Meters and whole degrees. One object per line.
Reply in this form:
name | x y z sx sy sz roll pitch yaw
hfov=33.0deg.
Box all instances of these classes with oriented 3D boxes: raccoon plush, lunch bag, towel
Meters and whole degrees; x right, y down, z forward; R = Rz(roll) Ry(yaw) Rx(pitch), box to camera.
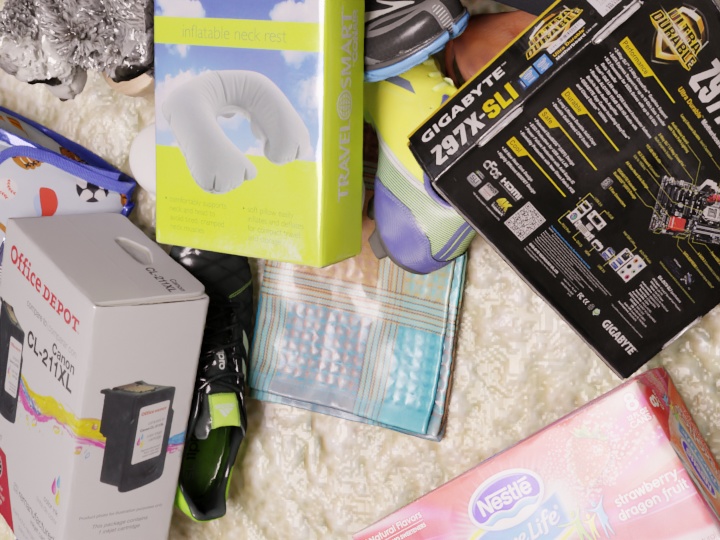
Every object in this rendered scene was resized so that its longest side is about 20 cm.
raccoon plush | -0.176 -0.201 0.753 0.132 0.097 0.203 9 108 11
lunch bag | -0.276 -0.030 0.873 0.198 0.124 0.172 26 100 5
towel | 0.000 0.000 0.801 0.145 0.022 0.203 10 94 23

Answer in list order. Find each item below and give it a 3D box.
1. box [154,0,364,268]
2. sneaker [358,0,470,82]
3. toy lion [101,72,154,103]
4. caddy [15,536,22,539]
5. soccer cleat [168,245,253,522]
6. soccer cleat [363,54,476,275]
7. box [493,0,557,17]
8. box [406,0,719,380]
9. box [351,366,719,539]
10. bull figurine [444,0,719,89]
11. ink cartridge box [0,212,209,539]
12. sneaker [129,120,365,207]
box | -0.058 -0.110 0.684 0.121 0.047 0.203 8 104 30
sneaker | -0.022 -0.173 0.710 0.071 0.083 0.199 -40 52 -22
toy lion | -0.091 -0.208 0.825 0.189 0.069 0.203 -17 83 16
caddy | -0.212 0.277 0.831 0.104 0.141 0.203 8 93 18
soccer cleat | -0.098 0.066 0.804 0.081 0.067 0.203 -155 68 -62
soccer cleat | 0.038 -0.094 0.725 0.083 0.064 0.203 -34 51 40
box | 0.082 -0.230 0.670 0.199 0.078 0.143 34 132 46
box | 0.144 -0.051 0.641 0.159 0.200 0.050 -42 36 10
box | 0.109 0.149 0.712 0.199 0.094 0.104 -32 77 21
bull figurine | 0.143 -0.114 0.710 0.198 0.065 0.123 -3 81 29
ink cartridge box | -0.181 0.080 0.799 0.145 0.082 0.203 34 119 47
sneaker | -0.095 -0.071 0.795 0.198 0.088 0.076 14 96 37
